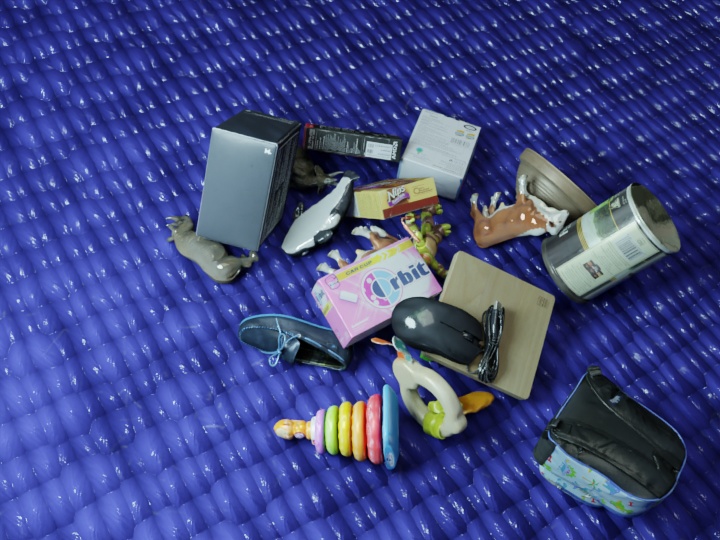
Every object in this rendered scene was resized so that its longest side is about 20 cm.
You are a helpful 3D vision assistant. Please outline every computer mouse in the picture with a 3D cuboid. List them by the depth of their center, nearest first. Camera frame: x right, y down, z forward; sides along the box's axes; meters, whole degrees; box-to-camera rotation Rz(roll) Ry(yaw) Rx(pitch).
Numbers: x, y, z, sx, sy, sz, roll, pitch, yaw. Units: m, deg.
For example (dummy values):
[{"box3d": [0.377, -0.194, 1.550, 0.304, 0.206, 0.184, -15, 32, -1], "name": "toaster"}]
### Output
[{"box3d": [0.149, 0.094, 1.278, 0.200, 0.053, 0.139, 17, 70, -12], "name": "computer mouse"}]

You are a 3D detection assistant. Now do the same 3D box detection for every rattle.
[{"box3d": [0.126, 0.163, 1.283, 0.143, 0.130, 0.200, -31, 85, -15], "name": "rattle"}]

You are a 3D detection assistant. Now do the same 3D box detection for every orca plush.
[{"box3d": [-0.067, -0.100, 1.490, 0.105, 0.071, 0.200, 21, 77, 31], "name": "orca plush"}]

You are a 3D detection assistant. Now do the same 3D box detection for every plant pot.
[{"box3d": [0.380, -0.146, 1.569, 0.201, 0.201, 0.093, 45, 100, 22], "name": "plant pot"}]

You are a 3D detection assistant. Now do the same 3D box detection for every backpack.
[{"box3d": [0.398, 0.289, 1.242, 0.200, 0.147, 0.183, 33, 55, 19], "name": "backpack"}]

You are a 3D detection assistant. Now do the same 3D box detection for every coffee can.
[{"box3d": [0.459, -0.047, 1.440, 0.146, 0.200, 0.146, 29, 43, -31], "name": "coffee can"}]

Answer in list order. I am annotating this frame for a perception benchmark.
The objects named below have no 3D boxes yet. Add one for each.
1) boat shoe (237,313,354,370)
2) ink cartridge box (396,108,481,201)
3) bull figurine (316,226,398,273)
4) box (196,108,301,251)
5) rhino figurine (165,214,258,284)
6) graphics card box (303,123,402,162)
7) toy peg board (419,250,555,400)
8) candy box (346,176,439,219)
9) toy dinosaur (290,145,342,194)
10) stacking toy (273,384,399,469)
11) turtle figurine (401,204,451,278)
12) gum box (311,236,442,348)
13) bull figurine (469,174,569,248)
[{"box3d": [-0.110, 0.123, 1.321, 0.200, 0.084, 0.069, 7, 42, -1], "name": "boat shoe"}, {"box3d": [0.171, -0.257, 1.653, 0.136, 0.076, 0.200, 20, 55, 5], "name": "ink cartridge box"}, {"box3d": [0.000, 0.000, 1.427, 0.121, 0.065, 0.200, 44, 59, 3], "name": "bull figurine"}, {"box3d": [-0.199, -0.169, 1.406, 0.123, 0.200, 0.198, 14, 22, 1], "name": "box"}, {"box3d": [-0.288, -0.046, 1.434, 0.200, 0.060, 0.087, 36, 53, 18], "name": "rhino figurine"}, {"box3d": [-0.018, -0.264, 1.605, 0.200, 0.051, 0.125, 6, 13, -5], "name": "graphics card box"}, {"box3d": [0.212, 0.104, 1.377, 0.199, 0.098, 0.200, 25, 68, -9], "name": "toy peg board"}, {"box3d": [0.050, -0.138, 1.482, 0.117, 0.200, 0.057, -16, 103, -20], "name": "candy box"}, {"box3d": [-0.131, -0.211, 1.585, 0.102, 0.077, 0.200, -17, 52, -34], "name": "toy dinosaur"}, {"box3d": [-0.039, 0.252, 1.239, 0.200, 0.116, 0.110, -1, 50, 4], "name": "stacking toy"}, {"box3d": [0.133, -0.045, 1.480, 0.200, 0.064, 0.161, 51, 33, -21], "name": "turtle figurine"}, {"box3d": [0.033, 0.034, 1.339, 0.200, 0.066, 0.114, -26, 77, -23], "name": "gum box"}, {"box3d": [0.298, -0.109, 1.502, 0.065, 0.200, 0.122, 10, 69, -50], "name": "bull figurine"}]
